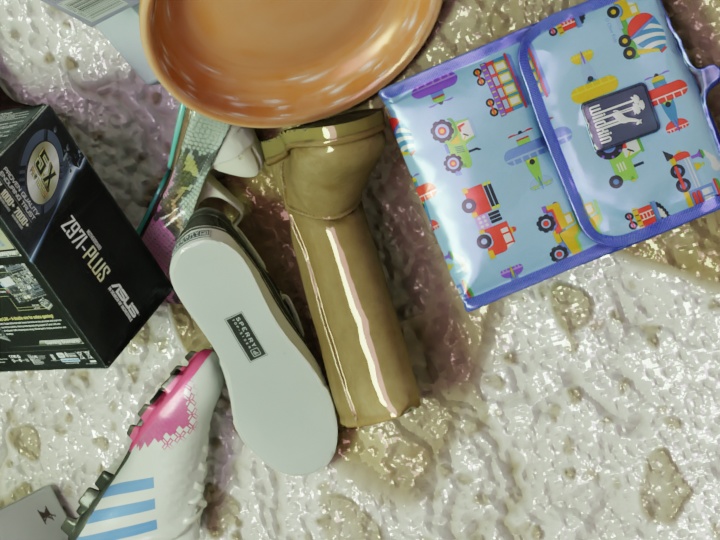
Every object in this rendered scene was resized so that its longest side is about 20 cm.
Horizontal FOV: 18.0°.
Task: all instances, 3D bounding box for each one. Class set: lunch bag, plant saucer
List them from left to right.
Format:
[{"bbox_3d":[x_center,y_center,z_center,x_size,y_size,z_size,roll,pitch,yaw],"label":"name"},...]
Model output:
[{"bbox_3d":[-0.045,-0.177,1.451,0.200,0.200,0.038,-48,41,26],"label":"plant saucer"},{"bbox_3d":[0.136,-0.083,1.430,0.200,0.094,0.151,-23,88,16],"label":"lunch bag"}]

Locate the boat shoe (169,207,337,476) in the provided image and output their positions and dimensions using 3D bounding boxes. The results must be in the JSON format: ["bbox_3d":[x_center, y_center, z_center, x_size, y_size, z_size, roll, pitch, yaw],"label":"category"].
[{"bbox_3d":[-0.067,0.047,1.556,0.071,0.064,0.200,-18,115,11],"label":"boat shoe"}]

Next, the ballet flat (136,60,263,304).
[{"bbox_3d":[-0.109,-0.062,1.563,0.071,0.069,0.200,21,117,-2],"label":"ballet flat"}]

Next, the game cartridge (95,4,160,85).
[{"bbox_3d":[-0.110,-0.227,1.540,0.133,0.042,0.200,47,117,6],"label":"game cartridge"}]

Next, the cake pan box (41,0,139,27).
[{"bbox_3d":[-0.151,-0.234,1.426,0.184,0.200,0.052,-23,68,24],"label":"cake pan box"}]

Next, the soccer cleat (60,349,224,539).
[{"bbox_3d":[-0.133,0.143,1.618,0.086,0.070,0.200,35,118,0],"label":"soccer cleat"}]

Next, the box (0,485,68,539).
[{"bbox_3d":[-0.271,0.289,1.634,0.131,0.200,0.199,-32,85,29],"label":"box"}]

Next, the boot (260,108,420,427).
[{"bbox_3d":[0.000,0.000,1.479,0.066,0.175,0.201,-16,92,-11],"label":"boot"}]

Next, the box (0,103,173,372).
[{"bbox_3d":[-0.254,-0.017,1.560,0.200,0.086,0.164,-5,127,44],"label":"box"}]

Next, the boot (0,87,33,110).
[{"bbox_3d":[-0.304,-0.165,1.626,0.200,0.072,0.167,8,108,29],"label":"boot"}]
